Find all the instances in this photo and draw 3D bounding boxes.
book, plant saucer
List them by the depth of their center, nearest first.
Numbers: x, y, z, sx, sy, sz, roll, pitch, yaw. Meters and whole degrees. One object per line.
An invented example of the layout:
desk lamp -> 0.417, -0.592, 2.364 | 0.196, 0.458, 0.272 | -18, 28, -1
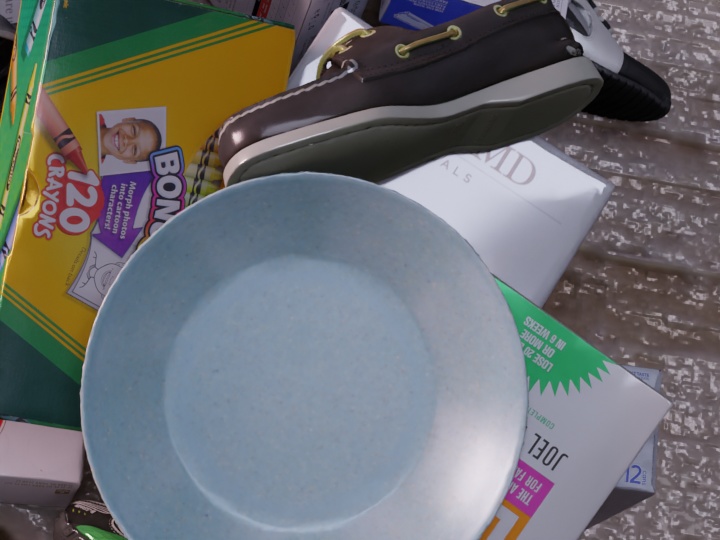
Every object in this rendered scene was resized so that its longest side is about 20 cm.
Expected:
plant saucer -> -0.026, 0.056, 1.223 | 0.200, 0.039, 0.202 | 0, 92, -6
book -> 0.035, 0.105, 1.268 | 0.133, 0.048, 0.200 | 35, 93, 8

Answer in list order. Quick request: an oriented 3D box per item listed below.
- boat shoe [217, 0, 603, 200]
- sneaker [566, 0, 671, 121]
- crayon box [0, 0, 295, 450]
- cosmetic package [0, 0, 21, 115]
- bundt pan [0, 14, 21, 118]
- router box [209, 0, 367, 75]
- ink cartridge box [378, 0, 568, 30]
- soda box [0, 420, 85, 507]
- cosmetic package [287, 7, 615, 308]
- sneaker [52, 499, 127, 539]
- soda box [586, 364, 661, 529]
boat shoe -> 0.016, -0.081, 1.256 | 0.200, 0.072, 0.061 | -16, 70, -30
sneaker -> 0.100, -0.156, 1.519 | 0.199, 0.074, 0.089 | 31, 71, -17
crayon box -> -0.109, -0.026, 1.251 | 0.118, 0.058, 0.201 | 10, 89, -24
cosmetic package -> -0.210, -0.181, 1.383 | 0.199, 0.166, 0.165 | -7, 35, -16
bundt pan -> -0.206, -0.044, 1.324 | 0.201, 0.203, 0.076 | -8, 33, -16
router box -> -0.060, -0.211, 1.436 | 0.049, 0.200, 0.180 | -31, 79, -19
ink cartridge box -> 0.073, -0.215, 1.474 | 0.094, 0.044, 0.201 | 15, 63, -9
soda box -> -0.240, 0.075, 1.386 | 0.199, 0.064, 0.069 | 6, 72, -11
cosmetic package -> 0.000, 0.000, 1.384 | 0.167, 0.166, 0.201 | 33, 88, -1
sneaker -> -0.064, 0.151, 1.407 | 0.199, 0.078, 0.086 | 16, 63, -18
soda box -> 0.089, 0.096, 1.384 | 0.068, 0.200, 0.064 | 8, 74, -11
